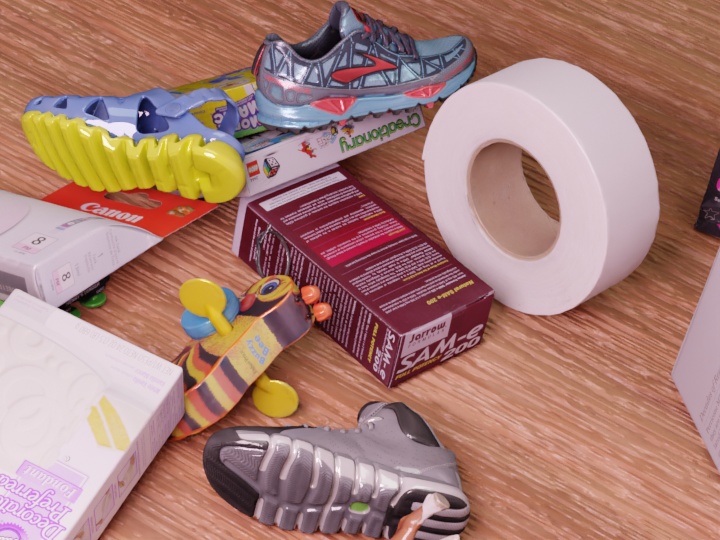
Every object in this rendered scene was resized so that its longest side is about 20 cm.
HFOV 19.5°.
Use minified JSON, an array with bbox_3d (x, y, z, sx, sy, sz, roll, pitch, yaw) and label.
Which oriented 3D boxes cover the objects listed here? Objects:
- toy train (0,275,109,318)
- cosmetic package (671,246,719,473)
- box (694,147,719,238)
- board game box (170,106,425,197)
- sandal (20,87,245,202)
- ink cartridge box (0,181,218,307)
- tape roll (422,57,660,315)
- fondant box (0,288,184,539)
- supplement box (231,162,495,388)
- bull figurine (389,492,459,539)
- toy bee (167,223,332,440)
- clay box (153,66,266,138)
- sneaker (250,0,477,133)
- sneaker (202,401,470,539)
[{"bbox_3d":[-0.272,0.039,1.604,0.056,0.042,0.200,24,39,30],"label":"toy train"},{"bbox_3d":[0.367,0.088,1.615,0.166,0.167,0.201,-2,42,-18],"label":"cosmetic package"},{"bbox_3d":[0.420,-0.079,1.869,0.199,0.115,0.132,22,40,11],"label":"box"},{"bbox_3d":[-0.059,-0.107,1.787,0.199,0.035,0.126,-23,15,-36],"label":"board game box"},{"bbox_3d":[-0.176,-0.111,1.687,0.199,0.080,0.087,11,55,13],"label":"sandal"},{"bbox_3d":[-0.238,-0.043,1.663,0.162,0.057,0.200,14,38,37],"label":"ink cartridge box"},{"bbox_3d":[0.145,-0.069,1.717,0.071,0.203,0.202,-27,53,-37],"label":"tape roll"},{"bbox_3d":[-0.232,0.125,1.462,0.144,0.058,0.200,24,56,14],"label":"fondant box"},{"bbox_3d":[0.000,0.000,1.704,0.108,0.061,0.200,-23,50,-37],"label":"supplement box"},{"bbox_3d":[0.043,0.244,1.390,0.065,0.121,0.200,34,19,-33],"label":"bull figurine"},{"bbox_3d":[-0.082,0.039,1.571,0.108,0.131,0.201,-6,60,44],"label":"toy bee"},{"bbox_3d":[-0.097,-0.146,1.805,0.199,0.048,0.115,-16,13,-21],"label":"clay box"},{"bbox_3d":[0.007,-0.176,1.732,0.199,0.096,0.079,-16,23,-21],"label":"sneaker"},{"bbox_3d":[-0.018,0.135,1.540,0.199,0.075,0.116,17,33,-11],"label":"sneaker"}]
